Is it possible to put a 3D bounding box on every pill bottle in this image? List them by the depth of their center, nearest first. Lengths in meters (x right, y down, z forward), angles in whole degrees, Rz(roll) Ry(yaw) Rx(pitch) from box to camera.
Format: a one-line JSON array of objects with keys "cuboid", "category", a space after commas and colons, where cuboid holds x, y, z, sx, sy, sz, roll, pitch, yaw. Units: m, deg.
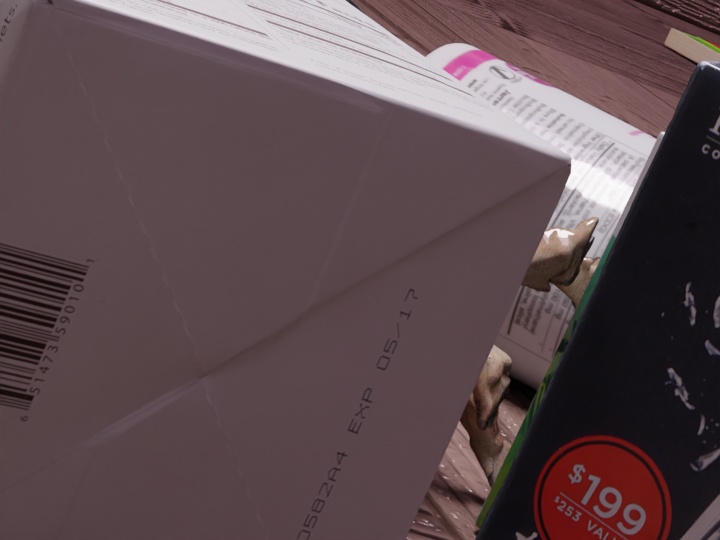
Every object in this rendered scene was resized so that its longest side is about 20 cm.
[{"cuboid": [0.097, 0.000, 1.065, 0.200, 0.114, 0.113, 29, 13, 18], "category": "pill bottle"}]

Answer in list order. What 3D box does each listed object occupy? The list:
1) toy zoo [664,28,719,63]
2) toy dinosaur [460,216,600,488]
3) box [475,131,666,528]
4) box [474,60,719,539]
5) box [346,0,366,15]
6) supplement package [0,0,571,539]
[{"cuboid": [0.427, -0.198, 2.777, 0.200, 0.020, 0.131, 14, 16, -41], "category": "toy zoo"}, {"cuboid": [0.000, 0.000, 0.865, 0.135, 0.086, 0.200, 25, -8, 12], "category": "toy dinosaur"}, {"cuboid": [0.149, 0.063, 0.818, 0.200, 0.145, 0.036, 30, 12, 25], "category": "box"}, {"cuboid": [0.152, 0.065, 0.724, 0.200, 0.182, 0.104, 28, 13, 20], "category": "box"}, {"cuboid": [-0.100, -0.126, 1.099, 0.160, 0.044, 0.200, 43, -19, -26], "category": "box"}, {"cuboid": [-0.080, -0.014, 0.684, 0.150, 0.152, 0.200, 16, 15, -33], "category": "supplement package"}]
